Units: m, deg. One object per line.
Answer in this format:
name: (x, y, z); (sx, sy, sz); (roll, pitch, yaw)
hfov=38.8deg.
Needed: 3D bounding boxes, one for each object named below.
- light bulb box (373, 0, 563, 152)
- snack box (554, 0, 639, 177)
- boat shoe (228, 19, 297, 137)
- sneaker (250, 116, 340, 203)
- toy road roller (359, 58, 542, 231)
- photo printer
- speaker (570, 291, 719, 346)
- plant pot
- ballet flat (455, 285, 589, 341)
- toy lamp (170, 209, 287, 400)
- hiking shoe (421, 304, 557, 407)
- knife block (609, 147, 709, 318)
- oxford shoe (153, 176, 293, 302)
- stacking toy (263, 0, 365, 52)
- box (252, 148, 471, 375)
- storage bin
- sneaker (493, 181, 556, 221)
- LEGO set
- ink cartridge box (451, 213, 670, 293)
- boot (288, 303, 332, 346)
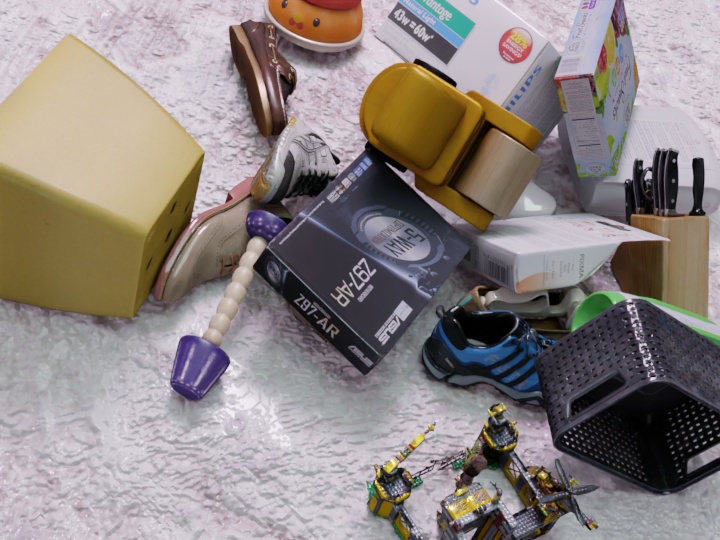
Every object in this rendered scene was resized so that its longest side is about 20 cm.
light bulb box: (0.153, -0.261, 1.271); (0.198, 0.125, 0.199); (43, 13, 22)
snack box: (0.291, -0.231, 1.242); (0.052, 0.144, 0.202); (-1, 43, 27)
boat shoe: (-0.114, -0.248, 1.288); (0.069, 0.071, 0.202); (-7, 53, -15)
sneaker: (-0.064, -0.115, 1.151); (0.087, 0.076, 0.201); (35, 24, -8)
toy road roller: (0.089, -0.142, 1.097); (0.198, 0.124, 0.146); (34, 7, 12)
photo printer: (0.369, -0.144, 1.329); (0.196, 0.070, 0.168); (1, 49, -13)
speaker: (0.320, 0.083, 1.083); (0.197, 0.089, 0.090); (18, 45, -26)
plant pot: (-0.267, -0.071, 1.021); (0.174, 0.201, 0.201); (25, 48, 1)
ballet flat: (0.202, 0.043, 1.125); (0.196, 0.073, 0.069); (6, 52, -10)
toy lamp: (-0.133, 0.035, 1.033); (0.057, 0.058, 0.202); (22, 63, 5)
hiking shoe: (0.165, 0.088, 1.068); (0.196, 0.087, 0.075); (7, 49, -10)
knife block: (0.357, -0.031, 1.161); (0.063, 0.177, 0.202); (-3, 51, -16)
oxford shoe: (-0.142, -0.026, 1.095); (0.074, 0.071, 0.200); (34, 51, 8)
stacking toy: (-0.042, -0.406, 1.349); (0.143, 0.202, 0.148); (11, 41, -10)
box: (0.006, -0.014, 1.065); (0.160, 0.044, 0.200); (43, 50, 0)
storage bin: (0.280, 0.127, 0.991); (0.198, 0.135, 0.095); (26, 40, -34)
sneaker: (0.153, -0.121, 1.248); (0.198, 0.081, 0.071); (29, 47, 8)
LEGO set: (0.111, 0.196, 0.940); (0.197, 0.117, 0.155); (-11, 54, -23)
ink cartridge box: (0.220, -0.024, 1.155); (0.196, 0.051, 0.162); (-3, 15, -21)
boot: (0.000, 0.000, 1.120); (0.198, 0.071, 0.147); (-23, 66, -29)
